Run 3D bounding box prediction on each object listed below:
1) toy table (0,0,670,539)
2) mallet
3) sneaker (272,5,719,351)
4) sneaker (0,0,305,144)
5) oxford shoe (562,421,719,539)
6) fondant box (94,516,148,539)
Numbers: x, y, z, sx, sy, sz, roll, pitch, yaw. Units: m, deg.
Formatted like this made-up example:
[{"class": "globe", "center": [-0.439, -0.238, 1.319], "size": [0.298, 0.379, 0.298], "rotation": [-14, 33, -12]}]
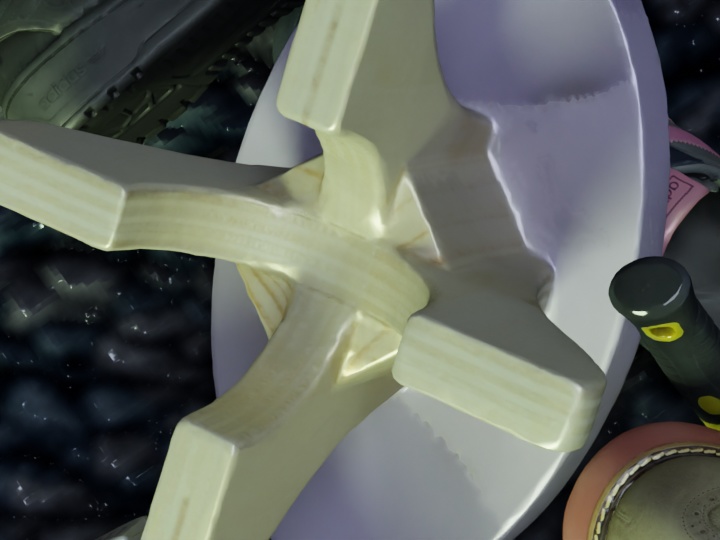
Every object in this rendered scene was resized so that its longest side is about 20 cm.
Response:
[{"class": "toy table", "center": [0.000, 0.000, 0.794], "size": [0.183, 0.117, 0.201], "rotation": [11, 101, 26]}, {"class": "mallet", "center": [0.087, 0.038, 0.785], "size": [0.066, 0.200, 0.041], "rotation": [-10, 67, 23]}, {"class": "sneaker", "center": [0.065, -0.029, 0.856], "size": [0.200, 0.082, 0.070], "rotation": [32, 83, -1]}, {"class": "sneaker", "center": [-0.064, -0.104, 0.851], "size": [0.200, 0.060, 0.104], "rotation": [-38, 70, 1]}, {"class": "oxford shoe", "center": [0.147, 0.099, 0.742], "size": [0.200, 0.075, 0.071], "rotation": [18, 97, -18]}, {"class": "fondant box", "center": [-0.114, 0.178, 0.819], "size": [0.200, 0.058, 0.145], "rotation": [-29, 88, 2]}]
